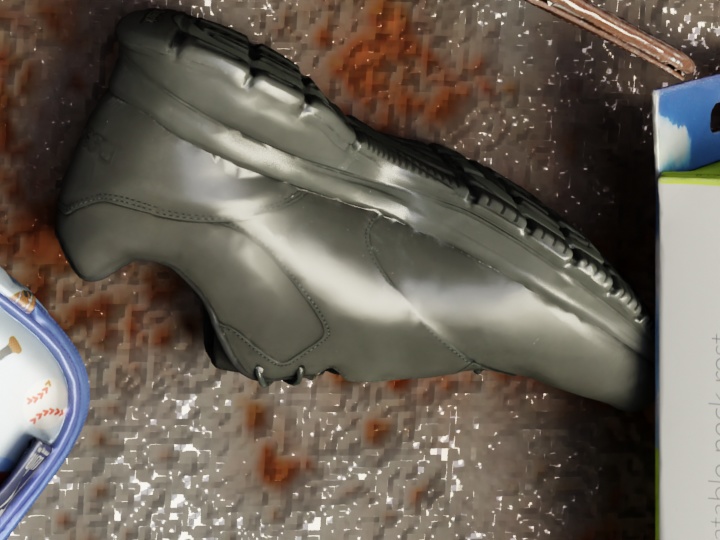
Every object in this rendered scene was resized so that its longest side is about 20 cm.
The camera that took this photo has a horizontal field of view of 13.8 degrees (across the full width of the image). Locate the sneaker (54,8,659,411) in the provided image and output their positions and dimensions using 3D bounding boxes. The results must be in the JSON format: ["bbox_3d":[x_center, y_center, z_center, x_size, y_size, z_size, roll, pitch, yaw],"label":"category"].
[{"bbox_3d":[0.000,0.000,0.882,0.200,0.076,0.091,27,99,-14],"label":"sneaker"}]

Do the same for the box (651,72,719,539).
[{"bbox_3d":[0.130,0.040,0.906,0.122,0.048,0.201,-18,109,-61],"label":"box"}]

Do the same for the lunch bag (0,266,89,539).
[{"bbox_3d":[-0.181,0.035,0.816,0.200,0.076,0.160,40,87,-20],"label":"lunch bag"}]

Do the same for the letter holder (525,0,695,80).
[{"bbox_3d":[0.021,-0.137,0.781,0.142,0.200,0.101,27,95,-27],"label":"letter holder"}]
